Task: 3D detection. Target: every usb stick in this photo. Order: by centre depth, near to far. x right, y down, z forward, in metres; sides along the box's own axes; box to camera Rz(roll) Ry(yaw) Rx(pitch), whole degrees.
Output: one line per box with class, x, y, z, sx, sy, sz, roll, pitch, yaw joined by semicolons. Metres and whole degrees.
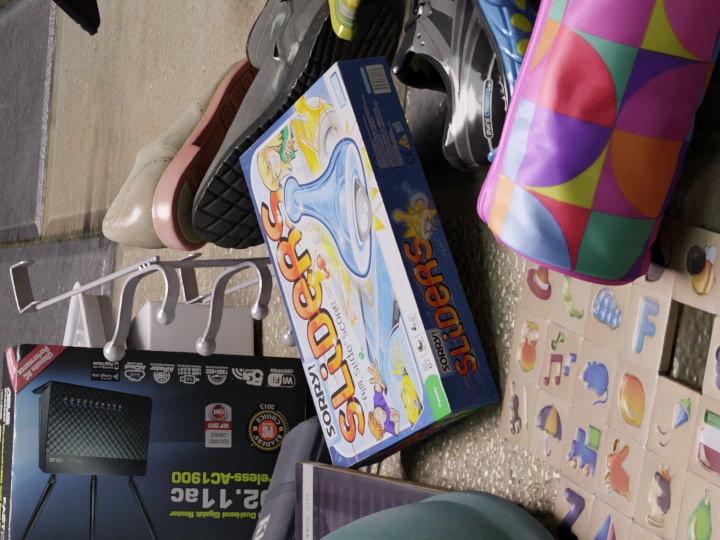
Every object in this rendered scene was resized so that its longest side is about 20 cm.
usb stick;-0.052;0.178;1.003;0.055;0.033;0.201;-31;33;46

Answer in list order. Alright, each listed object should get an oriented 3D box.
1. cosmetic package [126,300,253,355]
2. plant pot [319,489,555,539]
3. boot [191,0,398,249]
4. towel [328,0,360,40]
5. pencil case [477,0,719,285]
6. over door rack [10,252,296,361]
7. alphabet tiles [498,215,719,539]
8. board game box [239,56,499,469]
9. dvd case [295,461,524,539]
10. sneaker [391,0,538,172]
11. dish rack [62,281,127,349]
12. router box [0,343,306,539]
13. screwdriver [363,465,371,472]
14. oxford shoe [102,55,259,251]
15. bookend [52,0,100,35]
cosmetic package;-0.128;0.132;1.216;0.108;0.084;0.201;139;131;-63
plant pot;0.007;0.209;0.779;0.200;0.134;0.201;0;90;56
boot;-0.050;-0.118;1.088;0.200;0.068;0.131;-56;28;14
towel;0.017;-0.226;0.888;0.086;0.018;0.200;-99;24;-48
pencil case;0.108;-0.097;0.706;0.088;0.088;0.201;-139;59;-62
over door rack;-0.116;0.021;1.083;0.200;0.147;0.067;-1;91;52
alphabet tiles;0.118;0.055;0.758;0.200;0.008;0.168;-152;68;-65
board game box;0.000;0.000;0.933;0.135;0.034;0.201;-37;67;55
dvd case;0.022;0.187;0.891;0.200;0.016;0.150;1;91;56
sneaker;0.046;-0.136;0.856;0.083;0.071;0.200;-30;53;23
dish rack;-0.197;0.128;1.222;0.172;0.043;0.201;-111;30;-52
router box;-0.136;0.129;1.083;0.062;0.199;0.151;156;116;-69
screwdriver;0.011;0.065;0.990;0.029;0.028;0.201;-98;15;-68
oxford shoe;-0.114;-0.088;1.142;0.200;0.074;0.071;-59;-42;-47
bookend;-0.170;-0.292;1.164;0.198;0.200;0.092;-25;57;14
